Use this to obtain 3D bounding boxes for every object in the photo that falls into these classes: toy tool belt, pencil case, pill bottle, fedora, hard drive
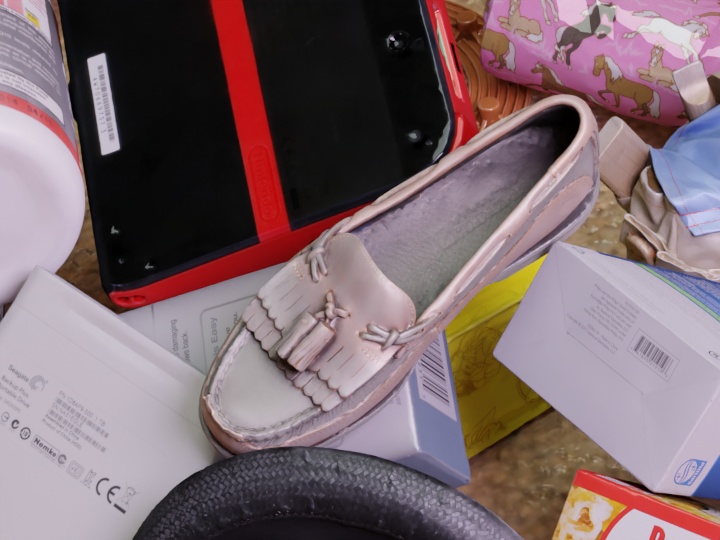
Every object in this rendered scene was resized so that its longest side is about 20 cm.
[{"bbox_3d":[0.207,-0.058,1.043,0.200,0.123,0.125,-29,29,-9],"label":"toy tool belt"},{"bbox_3d":[0.165,-0.120,1.171,0.199,0.083,0.087,19,80,18],"label":"pencil case"},{"bbox_3d":[-0.193,-0.084,1.004,0.115,0.116,0.200,-10,43,-6],"label":"pill bottle"},{"bbox_3d":[0.002,0.152,0.866,0.200,0.201,0.092,7,12,13],"label":"fedora"},{"bbox_3d":[-0.141,0.114,0.910,0.132,0.027,0.200,30,87,32],"label":"hard drive"}]

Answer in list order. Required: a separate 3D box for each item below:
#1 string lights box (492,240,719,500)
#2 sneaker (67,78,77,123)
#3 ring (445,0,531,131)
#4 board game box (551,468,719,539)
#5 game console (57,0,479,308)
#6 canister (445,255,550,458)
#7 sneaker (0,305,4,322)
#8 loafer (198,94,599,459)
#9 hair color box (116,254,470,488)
[{"bbox_3d":[0.161,0.050,0.925,0.200,0.059,0.103,13,22,-47],"label":"string lights box"},{"bbox_3d":[-0.048,-0.094,1.042,0.199,0.079,0.076,5,44,15],"label":"sneaker"},{"bbox_3d":[-0.003,-0.105,1.226,0.199,0.019,0.201,-3,43,3],"label":"ring"},{"bbox_3d":[0.188,0.138,0.849,0.199,0.151,0.046,20,90,24],"label":"board game box"},{"bbox_3d":[-0.046,-0.093,0.977,0.176,0.031,0.201,-19,60,12],"label":"game console"},{"bbox_3d":[0.000,0.000,1.054,0.148,0.087,0.200,-29,49,-22],"label":"canister"},{"bbox_3d":[-0.216,0.065,0.960,0.081,0.075,0.200,41,51,-11],"label":"sneaker"},{"bbox_3d":[0.015,-0.003,0.859,0.200,0.063,0.072,-39,73,-16],"label":"loafer"},{"bbox_3d":[-0.060,0.064,0.938,0.199,0.061,0.099,-17,66,19],"label":"hair color box"}]
